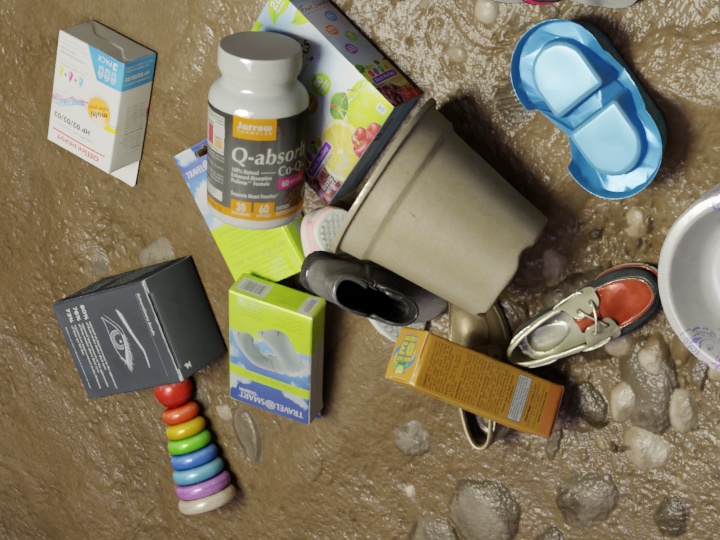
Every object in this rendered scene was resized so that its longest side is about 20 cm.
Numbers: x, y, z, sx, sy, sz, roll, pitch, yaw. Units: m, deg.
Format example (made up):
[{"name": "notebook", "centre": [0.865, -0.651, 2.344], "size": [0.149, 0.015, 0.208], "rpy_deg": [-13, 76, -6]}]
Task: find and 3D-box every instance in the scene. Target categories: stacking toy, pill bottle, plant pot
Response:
[{"name": "stacking toy", "centre": [-0.241, 0.237, 1.861], "size": [0.085, 0.085, 0.203], "rpy_deg": [-11, 96, 37]}, {"name": "pill bottle", "centre": [-0.116, -0.158, 1.486], "size": [0.115, 0.116, 0.203], "rpy_deg": [20, 123, 26]}, {"name": "plant pot", "centre": [0.096, -0.052, 1.439], "size": [0.182, 0.201, 0.201], "rpy_deg": [35, 126, 3]}]

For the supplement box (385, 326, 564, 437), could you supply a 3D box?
[{"name": "supplement box", "centre": [0.130, 0.126, 1.475], "size": [0.066, 0.198, 0.070], "rpy_deg": [6, 77, 62]}]

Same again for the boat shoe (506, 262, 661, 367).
[{"name": "boat shoe", "centre": [0.246, 0.054, 1.448], "size": [0.199, 0.062, 0.072], "rpy_deg": [-29, 91, 38]}]

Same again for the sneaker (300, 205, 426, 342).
[{"name": "sneaker", "centre": [0.000, 0.000, 1.595], "size": [0.201, 0.075, 0.104], "rpy_deg": [51, 167, -20]}]

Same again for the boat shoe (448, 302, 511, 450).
[{"name": "boat shoe", "centre": [0.136, 0.112, 1.546], "size": [0.071, 0.065, 0.203], "rpy_deg": [1, 110, 34]}]

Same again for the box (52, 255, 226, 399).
[{"name": "box", "centre": [-0.305, 0.080, 1.811], "size": [0.198, 0.104, 0.150], "rpy_deg": [-12, 103, 37]}]

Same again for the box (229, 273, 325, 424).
[{"name": "box", "centre": [-0.108, 0.110, 1.685], "size": [0.120, 0.048, 0.202], "rpy_deg": [17, 129, 18]}]

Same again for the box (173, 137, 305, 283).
[{"name": "box", "centre": [-0.143, -0.080, 1.666], "size": [0.121, 0.048, 0.202], "rpy_deg": [-22, 97, 39]}]

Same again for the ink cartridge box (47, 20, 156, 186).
[{"name": "ink cartridge box", "centre": [-0.345, -0.210, 1.736], "size": [0.114, 0.068, 0.202], "rpy_deg": [28, 124, 22]}]

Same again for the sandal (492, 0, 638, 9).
[{"name": "sandal", "centre": [0.191, -0.304, 1.341], "size": [0.198, 0.045, 0.076], "rpy_deg": [13, 117, 30]}]

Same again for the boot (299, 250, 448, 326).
[{"name": "boot", "centre": [0.035, 0.036, 1.485], "size": [0.131, 0.197, 0.071], "rpy_deg": [30, 109, 61]}]

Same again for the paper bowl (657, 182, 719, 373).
[{"name": "paper bowl", "centre": [0.401, 0.001, 1.291], "size": [0.198, 0.104, 0.204], "rpy_deg": [15, 118, 29]}]

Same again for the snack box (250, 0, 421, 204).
[{"name": "snack box", "centre": [-0.052, -0.208, 1.536], "size": [0.200, 0.067, 0.169], "rpy_deg": [46, 129, 11]}]

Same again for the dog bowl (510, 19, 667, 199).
[{"name": "dog bowl", "centre": [0.241, -0.172, 1.362], "size": [0.111, 0.049, 0.201], "rpy_deg": [-37, 88, 39]}]
